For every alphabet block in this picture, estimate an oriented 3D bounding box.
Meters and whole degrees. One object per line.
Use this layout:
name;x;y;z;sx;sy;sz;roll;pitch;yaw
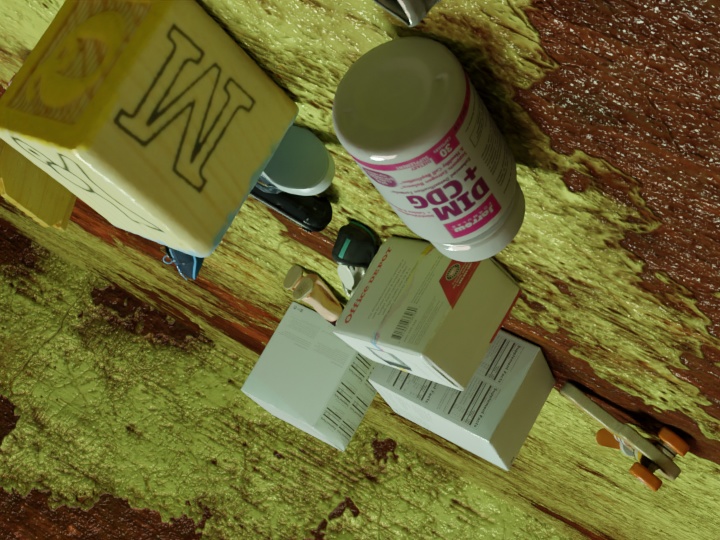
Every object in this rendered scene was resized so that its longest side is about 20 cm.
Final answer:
alphabet block;-0.222;-0.159;1.259;0.194;0.197;0.200;17;162;44

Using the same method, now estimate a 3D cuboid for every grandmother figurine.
grandmother figurine;-0.046;0.068;2.082;0.200;0.060;0.122;39;-167;-46

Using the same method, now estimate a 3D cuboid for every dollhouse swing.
dollhouse swing;-0.651;-0.186;2.271;0.174;0.183;0.200;-1;153;29

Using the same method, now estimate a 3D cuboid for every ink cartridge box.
ink cartridge box;0.078;0.047;1.478;0.085;0.148;0.199;38;167;-29

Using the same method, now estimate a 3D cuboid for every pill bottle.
pill bottle;0.065;-0.093;1.027;0.113;0.114;0.200;22;166;34

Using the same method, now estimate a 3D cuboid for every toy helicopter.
toy helicopter;0.366;0.225;1.728;0.200;0.079;0.132;38;179;16

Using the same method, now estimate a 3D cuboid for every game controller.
game controller;-0.124;-0.111;1.528;0.199;0.042;0.104;31;-172;1

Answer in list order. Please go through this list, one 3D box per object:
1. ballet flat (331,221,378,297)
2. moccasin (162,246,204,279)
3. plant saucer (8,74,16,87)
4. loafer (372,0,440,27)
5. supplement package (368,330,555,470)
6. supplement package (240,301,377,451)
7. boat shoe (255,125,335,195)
ballet flat;0.000;0.000;1.660;0.068;0.069;0.200;24;166;26
moccasin;-0.323;-0.049;2.239;0.068;0.081;0.200;15;153;4
plant saucer;-0.409;-0.230;1.765;0.199;0.051;0.201;30;168;7
loafer;-0.030;-0.232;0.802;0.199;0.070;0.070;30;168;2
supplement package;0.147;0.157;1.740;0.199;0.151;0.152;25;166;26
supplement package;-0.081;0.204;2.353;0.190;0.201;0.147;23;166;34
boat shoe;-0.082;-0.120;1.395;0.200;0.071;0.091;29;171;42
